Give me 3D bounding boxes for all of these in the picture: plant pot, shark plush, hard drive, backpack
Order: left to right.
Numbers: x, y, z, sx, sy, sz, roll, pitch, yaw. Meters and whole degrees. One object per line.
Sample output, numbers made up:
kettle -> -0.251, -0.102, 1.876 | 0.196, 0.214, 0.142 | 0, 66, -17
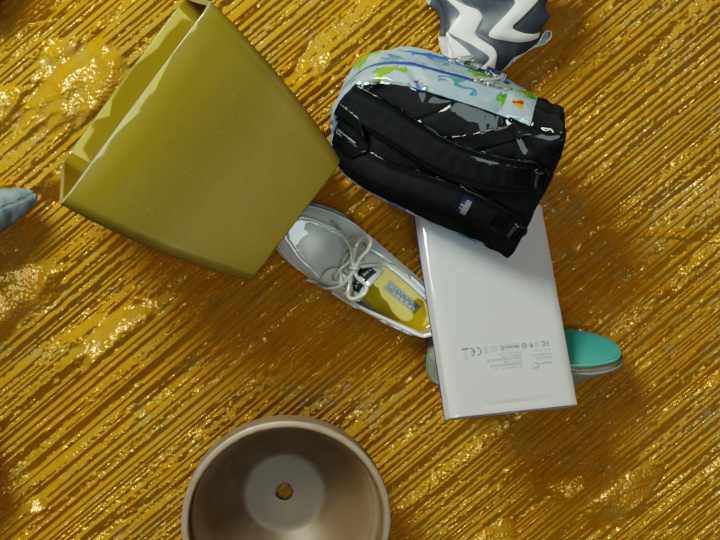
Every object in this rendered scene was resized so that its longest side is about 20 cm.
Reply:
shark plush -> -0.388, -0.044, 0.944 | 0.083, 0.200, 0.091 | -8, 90, 35
plant pot -> -0.136, -0.107, 0.954 | 0.176, 0.200, 0.200 | 36, 94, -21
plant pot -> -0.074, 0.232, 1.055 | 0.200, 0.093, 0.202 | -1, 100, -6
backpack -> 0.069, -0.122, 0.980 | 0.199, 0.154, 0.164 | 10, 134, -6
hard drive -> 0.129, 0.038, 1.029 | 0.131, 0.025, 0.201 | -3, 75, -17

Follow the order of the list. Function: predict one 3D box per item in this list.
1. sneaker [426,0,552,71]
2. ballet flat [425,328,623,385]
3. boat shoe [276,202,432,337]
sneaker -> 0.122, -0.287, 1.002 | 0.129, 0.079, 0.200 | -20, 100, -4
ballet flat -> 0.163, 0.094, 1.081 | 0.199, 0.068, 0.064 | 4, 127, -6
boat shoe -> -0.002, 0.004, 1.030 | 0.202, 0.086, 0.075 | 38, 93, -10
